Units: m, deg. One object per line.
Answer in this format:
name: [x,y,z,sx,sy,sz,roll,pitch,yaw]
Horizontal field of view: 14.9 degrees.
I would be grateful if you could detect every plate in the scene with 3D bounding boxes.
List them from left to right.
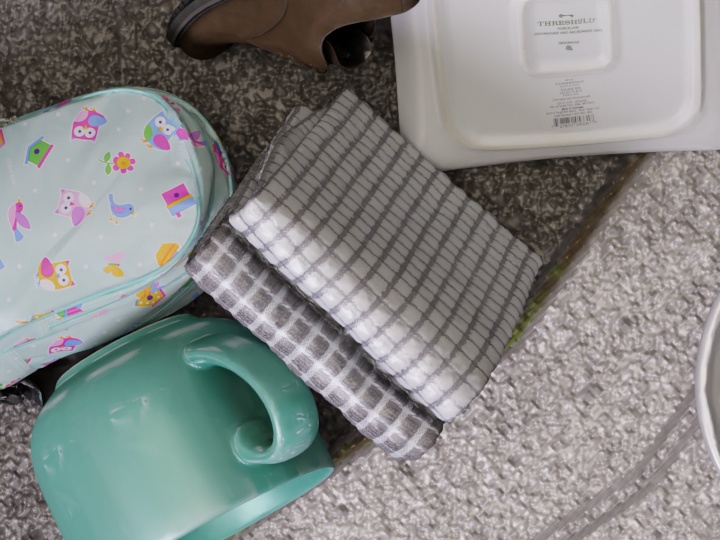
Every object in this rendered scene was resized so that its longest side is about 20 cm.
plate: [0.113,-0.137,1.505,0.198,0.032,0.201,-4,126,4]

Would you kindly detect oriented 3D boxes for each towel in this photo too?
towel: [0.000,0.000,1.483,0.165,0.200,0.086,41,114,-5]

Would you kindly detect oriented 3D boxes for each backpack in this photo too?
backpack: [-0.163,-0.021,1.544,0.199,0.127,0.168,-19,84,2]

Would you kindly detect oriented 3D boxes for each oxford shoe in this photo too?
oxford shoe: [-0.040,-0.140,1.515,0.073,0.200,0.085,-37,102,-33]

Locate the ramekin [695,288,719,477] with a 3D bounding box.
ramekin: [0.283,0.062,1.511,0.201,0.094,0.204,0,90,6]

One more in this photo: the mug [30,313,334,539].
mug: [-0.093,0.086,1.517,0.184,0.152,0.115,-31,81,18]
